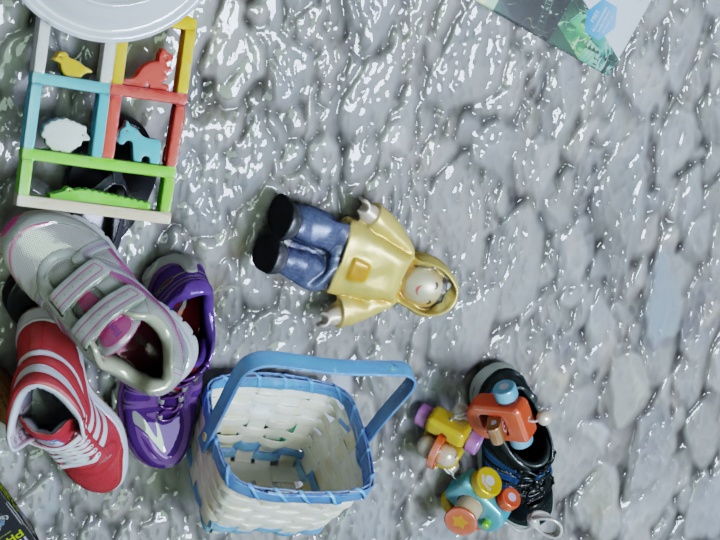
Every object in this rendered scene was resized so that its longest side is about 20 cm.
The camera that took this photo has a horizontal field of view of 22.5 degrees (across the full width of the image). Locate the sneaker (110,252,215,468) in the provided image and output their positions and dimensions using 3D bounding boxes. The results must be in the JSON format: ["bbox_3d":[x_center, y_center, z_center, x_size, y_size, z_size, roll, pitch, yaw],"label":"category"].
[{"bbox_3d":[-0.168,0.087,1.583,0.080,0.083,0.202,-2,114,-24],"label":"sneaker"}]

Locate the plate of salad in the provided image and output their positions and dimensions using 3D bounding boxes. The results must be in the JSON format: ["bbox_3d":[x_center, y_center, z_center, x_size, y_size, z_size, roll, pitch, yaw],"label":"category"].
[{"bbox_3d":[-0.197,-0.281,1.428,0.198,0.048,0.202,-6,104,-24],"label":"plate of salad"}]

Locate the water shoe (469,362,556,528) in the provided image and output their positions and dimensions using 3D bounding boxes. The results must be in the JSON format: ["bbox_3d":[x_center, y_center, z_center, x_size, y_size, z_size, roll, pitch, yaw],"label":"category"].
[{"bbox_3d":[0.155,0.187,1.784,0.071,0.079,0.201,-27,121,-12],"label":"water shoe"}]

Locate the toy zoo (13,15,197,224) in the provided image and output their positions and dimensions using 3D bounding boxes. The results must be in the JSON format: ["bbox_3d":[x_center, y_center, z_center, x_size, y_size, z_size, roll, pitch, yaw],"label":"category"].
[{"bbox_3d":[-0.205,-0.145,1.472,0.130,0.020,0.202,7,95,-20],"label":"toy zoo"}]

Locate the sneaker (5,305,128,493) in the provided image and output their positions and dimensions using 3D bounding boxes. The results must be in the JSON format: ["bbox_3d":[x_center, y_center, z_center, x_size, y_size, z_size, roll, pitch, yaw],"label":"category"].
[{"bbox_3d":[-0.248,0.140,1.534,0.071,0.113,0.201,-13,126,5],"label":"sneaker"}]

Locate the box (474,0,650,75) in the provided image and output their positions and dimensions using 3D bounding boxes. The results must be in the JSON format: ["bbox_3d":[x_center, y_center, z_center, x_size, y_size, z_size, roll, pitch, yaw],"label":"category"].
[{"bbox_3d":[0.181,-0.279,1.617,0.199,0.036,0.145,23,100,-31],"label":"box"}]

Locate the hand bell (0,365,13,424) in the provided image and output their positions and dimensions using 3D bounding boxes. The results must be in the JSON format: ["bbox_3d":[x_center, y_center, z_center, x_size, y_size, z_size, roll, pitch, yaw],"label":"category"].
[{"bbox_3d":[-0.320,0.064,1.513,0.104,0.104,0.201,-30,134,-11],"label":"hand bell"}]

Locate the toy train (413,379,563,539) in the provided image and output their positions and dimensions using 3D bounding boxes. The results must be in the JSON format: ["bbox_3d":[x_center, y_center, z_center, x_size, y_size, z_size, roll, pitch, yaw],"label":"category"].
[{"bbox_3d":[0.120,0.193,1.733,0.056,0.149,0.201,-51,136,-40],"label":"toy train"}]

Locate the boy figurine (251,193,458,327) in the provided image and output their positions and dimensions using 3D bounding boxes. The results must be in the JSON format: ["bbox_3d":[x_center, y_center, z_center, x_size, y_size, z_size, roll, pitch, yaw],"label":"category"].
[{"bbox_3d":[0.000,0.000,1.638,0.199,0.064,0.125,21,99,-28],"label":"boy figurine"}]

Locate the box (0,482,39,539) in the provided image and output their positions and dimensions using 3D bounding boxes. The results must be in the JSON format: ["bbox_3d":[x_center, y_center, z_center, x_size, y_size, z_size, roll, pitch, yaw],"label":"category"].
[{"bbox_3d":[-0.399,0.233,1.558,0.199,0.044,0.161,-34,123,-8],"label":"box"}]

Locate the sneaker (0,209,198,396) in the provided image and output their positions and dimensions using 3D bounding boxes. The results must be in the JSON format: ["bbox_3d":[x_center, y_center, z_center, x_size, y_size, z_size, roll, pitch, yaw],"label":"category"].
[{"bbox_3d":[-0.208,0.027,1.472,0.200,0.088,0.081,40,93,-15],"label":"sneaker"}]

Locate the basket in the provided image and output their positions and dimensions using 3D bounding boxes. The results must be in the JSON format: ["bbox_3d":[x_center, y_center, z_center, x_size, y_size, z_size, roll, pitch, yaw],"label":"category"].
[{"bbox_3d":[-0.065,0.144,1.610,0.175,0.140,0.200,9,138,-31],"label":"basket"}]

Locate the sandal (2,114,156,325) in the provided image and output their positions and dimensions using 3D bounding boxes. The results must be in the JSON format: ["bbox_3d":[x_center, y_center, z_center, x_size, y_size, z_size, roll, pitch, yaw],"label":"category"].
[{"bbox_3d":[-0.228,-0.034,1.523,0.076,0.043,0.201,24,100,-32],"label":"sandal"}]
